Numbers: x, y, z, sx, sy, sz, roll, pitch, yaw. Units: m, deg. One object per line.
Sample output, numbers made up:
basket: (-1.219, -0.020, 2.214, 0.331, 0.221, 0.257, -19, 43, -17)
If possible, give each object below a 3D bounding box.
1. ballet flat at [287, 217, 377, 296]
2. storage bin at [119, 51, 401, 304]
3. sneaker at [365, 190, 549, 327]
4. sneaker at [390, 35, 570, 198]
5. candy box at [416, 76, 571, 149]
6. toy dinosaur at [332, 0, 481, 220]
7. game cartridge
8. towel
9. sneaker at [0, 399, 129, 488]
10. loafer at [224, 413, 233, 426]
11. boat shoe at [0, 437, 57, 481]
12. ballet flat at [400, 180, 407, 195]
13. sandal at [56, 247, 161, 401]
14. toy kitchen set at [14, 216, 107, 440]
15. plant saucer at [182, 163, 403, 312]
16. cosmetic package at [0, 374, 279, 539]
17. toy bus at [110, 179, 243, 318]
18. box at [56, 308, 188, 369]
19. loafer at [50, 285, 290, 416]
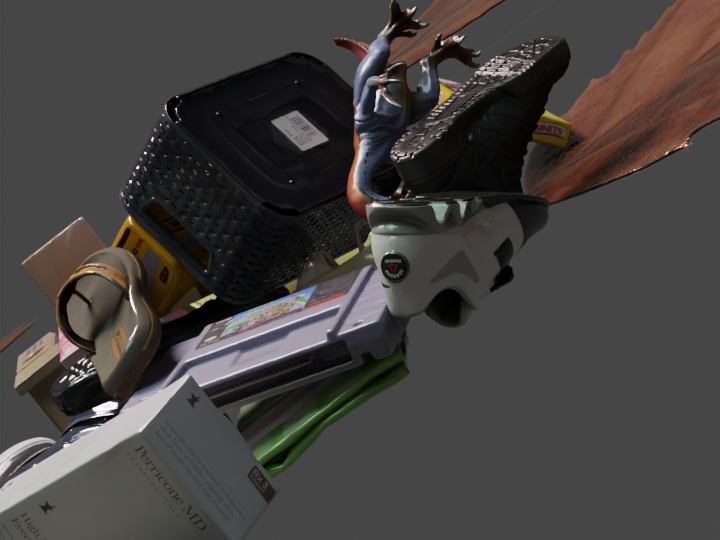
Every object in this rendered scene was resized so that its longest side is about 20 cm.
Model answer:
ballet flat: (0.000, 0.000, 1.749, 0.199, 0.070, 0.069, -34, 10, 3)
storage bin: (-0.068, -0.074, 1.774, 0.200, 0.135, 0.094, -28, -25, -51)
sneaker: (0.065, -0.009, 1.571, 0.074, 0.089, 0.199, 0, 6, 33)
sneaker: (0.091, -0.076, 1.682, 0.199, 0.105, 0.060, -39, 24, -23)
candy box: (0.106, -0.130, 1.901, 0.200, 0.101, 0.027, -120, 46, -80)
toy dinosaur: (0.026, -0.105, 1.761, 0.200, 0.105, 0.182, -21, 39, 61)
game cartridge: (-0.058, 0.051, 1.588, 0.199, 0.039, 0.130, -20, 19, 19)
towel: (-0.024, 0.080, 1.624, 0.149, 0.031, 0.200, -39, 12, 9)
sneaker: (-0.232, 0.159, 1.797, 0.201, 0.077, 0.147, -22, 28, 27)
loafer: (-0.171, 0.157, 1.641, 0.200, 0.070, 0.070, -38, 24, 9)
boat shoe: (-0.291, 0.212, 1.870, 0.056, 0.069, 0.200, -13, 32, 50)
ballet flat: (0.065, -0.082, 1.860, 0.067, 0.073, 0.200, -6, 16, 11)
sandal: (-0.190, 0.033, 1.673, 0.082, 0.054, 0.200, -62, 22, 14)
toy kitchen set: (-0.253, 0.033, 2.229, 0.200, 0.164, 0.180, -38, 10, -2)
plant saucer: (-0.075, -0.014, 1.921, 0.199, 0.048, 0.200, 22, 50, 31)
cosmetic package: (-0.159, 0.159, 1.520, 0.199, 0.102, 0.074, -32, 12, 38)
toy bus: (-0.118, -0.030, 1.820, 0.200, 0.078, 0.065, -26, -28, -52)
box: (-0.164, 0.029, 2.064, 0.199, 0.095, 0.103, -36, 29, 12)
loafer: (-0.134, 0.071, 1.754, 0.199, 0.071, 0.068, -22, 14, -20)
